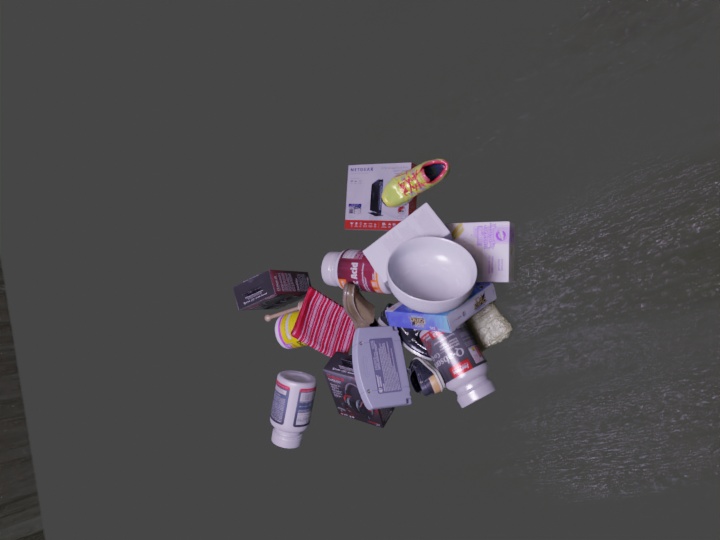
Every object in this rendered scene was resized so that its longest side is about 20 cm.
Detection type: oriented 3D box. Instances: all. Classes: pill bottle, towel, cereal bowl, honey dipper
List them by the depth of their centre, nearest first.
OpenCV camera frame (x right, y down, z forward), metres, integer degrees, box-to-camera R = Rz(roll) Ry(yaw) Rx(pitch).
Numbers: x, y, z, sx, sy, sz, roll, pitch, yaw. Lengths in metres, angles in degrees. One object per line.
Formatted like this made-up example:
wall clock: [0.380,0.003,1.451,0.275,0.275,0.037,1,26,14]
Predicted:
cereal bowl: [0.157,0.020,1.191,0.200,0.200,0.084,33,147,27]
pill bottle: [0.234,0.212,1.262,0.116,0.116,0.201,-36,70,25]
towel: [0.267,0.143,1.332,0.200,0.036,0.149,-39,70,26]
towel: [-0.089,0.148,1.433,0.022,0.200,0.145,-4,59,49]
pill bottle: [0.000,0.000,1.449,0.199,0.114,0.115,4,91,31]
pill bottle: [-0.143,0.161,1.539,0.199,0.104,0.105,-16,81,30]
pill bottle: [-0.202,0.408,1.562,0.119,0.119,0.202,15,96,30]
honey dipper: [-0.221,0.126,1.627,0.199,0.038,0.038,-18,80,31]

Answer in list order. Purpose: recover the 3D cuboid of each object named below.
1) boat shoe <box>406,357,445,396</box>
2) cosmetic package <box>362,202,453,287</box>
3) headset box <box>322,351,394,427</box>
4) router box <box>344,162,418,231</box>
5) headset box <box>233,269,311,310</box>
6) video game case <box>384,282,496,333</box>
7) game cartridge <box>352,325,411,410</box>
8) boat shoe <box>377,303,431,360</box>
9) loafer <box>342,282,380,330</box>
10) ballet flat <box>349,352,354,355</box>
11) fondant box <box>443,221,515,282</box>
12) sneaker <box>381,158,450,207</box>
boat shoe: [0.149,0.265,1.321,0.062,0.200,0.075,-25,96,-8]
cosmetic package: [0.118,-0.060,1.308,0.200,0.071,0.102,-37,69,6]
headset box: [-0.005,0.309,1.413,0.148,0.075,0.201,9,130,30]
router box: [0.055,-0.199,1.457,0.199,0.049,0.181,3,91,31]
headset box: [-0.260,0.058,1.556,0.148,0.200,0.078,-24,77,28]
video game case: [0.189,0.081,1.264,0.199,0.181,0.046,0,114,50]
game cartridge: [0.048,0.239,1.318,0.041,0.132,0.201,-41,53,55]
boat shoe: [0.129,0.159,1.392,0.200,0.075,0.061,35,110,28]
loafer: [0.004,0.105,1.429,0.067,0.201,0.076,-9,45,15]
ballet flat: [0.022,0.243,1.471,0.199,0.072,0.072,-30,74,29]
fondant box: [0.277,-0.045,1.316,0.199,0.058,0.145,1,89,30]
sneaker: [0.139,-0.228,1.340,0.199,0.090,0.078,-33,94,1]
